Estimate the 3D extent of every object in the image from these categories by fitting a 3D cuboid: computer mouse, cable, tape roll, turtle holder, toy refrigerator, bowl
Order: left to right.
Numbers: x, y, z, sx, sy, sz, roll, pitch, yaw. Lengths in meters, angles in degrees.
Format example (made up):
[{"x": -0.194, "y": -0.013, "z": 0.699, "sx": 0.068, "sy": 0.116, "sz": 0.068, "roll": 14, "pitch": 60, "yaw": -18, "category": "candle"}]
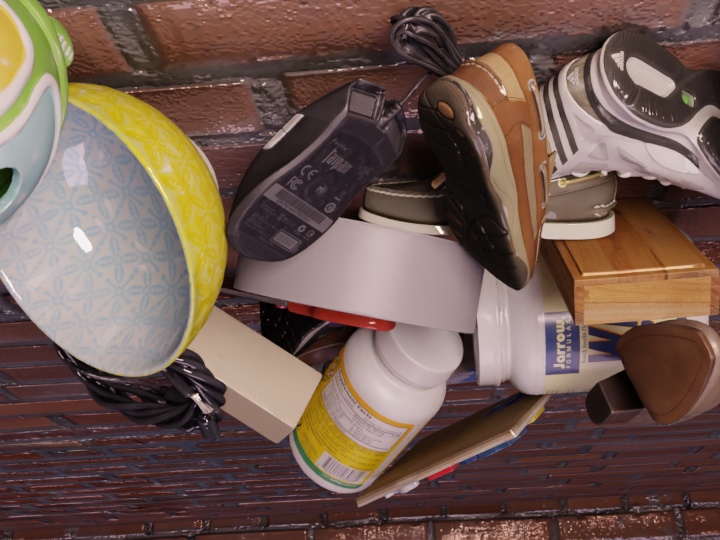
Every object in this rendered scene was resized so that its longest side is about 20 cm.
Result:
[{"x": -0.210, "y": -0.091, "z": 0.469, "sx": 0.185, "sy": 0.133, "sz": 0.141, "roll": -37, "pitch": 123, "yaw": 18, "category": "turtle holder"}, {"x": -0.158, "y": -0.041, "z": 0.638, "sx": 0.198, "sy": 0.202, "sz": 0.108, "roll": -22, "pitch": -167, "yaw": 41, "category": "bowl"}, {"x": -0.220, "y": 0.096, "z": 0.897, "sx": 0.197, "sy": 0.051, "sz": 0.164, "roll": 23, "pitch": 151, "yaw": 15, "category": "cable"}, {"x": -0.142, "y": 0.084, "z": 0.929, "sx": 0.198, "sy": 0.071, "sz": 0.076, "roll": 32, "pitch": 152, "yaw": -5, "category": "toy refrigerator"}, {"x": 0.000, "y": 0.000, "z": 0.749, "sx": 0.196, "sy": 0.068, "sz": 0.200, "roll": 10, "pitch": 180, "yaw": 0, "category": "tape roll"}, {"x": 0.004, "y": -0.079, "z": 0.620, "sx": 0.200, "sy": 0.046, "sz": 0.139, "roll": -46, "pitch": 141, "yaw": 18, "category": "computer mouse"}]

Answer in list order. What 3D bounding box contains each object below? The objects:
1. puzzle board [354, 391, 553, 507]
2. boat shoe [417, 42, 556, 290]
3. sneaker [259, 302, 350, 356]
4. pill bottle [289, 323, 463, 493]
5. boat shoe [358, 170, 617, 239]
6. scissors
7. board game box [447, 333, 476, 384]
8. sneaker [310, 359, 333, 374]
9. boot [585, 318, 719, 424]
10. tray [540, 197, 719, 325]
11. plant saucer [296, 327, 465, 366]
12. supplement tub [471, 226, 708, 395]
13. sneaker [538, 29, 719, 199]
[{"x": 0.102, "y": 0.167, "z": 0.914, "sx": 0.199, "sy": 0.018, "sz": 0.150, "roll": -33, "pitch": 177, "yaw": 34, "category": "puzzle board"}, {"x": 0.097, "y": -0.061, "z": 0.606, "sx": 0.074, "sy": 0.076, "sz": 0.201, "roll": -42, "pitch": 148, "yaw": -12, "category": "boat shoe"}, {"x": -0.035, "y": 0.044, "z": 0.951, "sx": 0.086, "sy": 0.077, "sz": 0.199, "roll": -4, "pitch": 167, "yaw": -30, "category": "sneaker"}, {"x": 0.016, "y": 0.123, "z": 0.924, "sx": 0.111, "sy": 0.114, "sz": 0.201, "roll": 9, "pitch": 135, "yaw": -28, "category": "pill bottle"}, {"x": 0.097, "y": -0.061, "z": 0.715, "sx": 0.197, "sy": 0.061, "sz": 0.072, "roll": 1, "pitch": -160, "yaw": 1, "category": "boat shoe"}, {"x": -0.060, "y": 0.028, "z": 0.798, "sx": 0.196, "sy": 0.014, "sz": 0.073, "roll": 12, "pitch": -178, "yaw": 20, "category": "scissors"}, {"x": 0.194, "y": 0.085, "z": 1.063, "sx": 0.197, "sy": 0.044, "sz": 0.198, "roll": 2, "pitch": 160, "yaw": -45, "category": "board game box"}, {"x": 0.015, "y": 0.143, "z": 1.094, "sx": 0.070, "sy": 0.075, "sz": 0.199, "roll": -8, "pitch": 168, "yaw": 26, "category": "sneaker"}, {"x": 0.263, "y": 0.070, "z": 0.705, "sx": 0.144, "sy": 0.071, "sz": 0.200, "roll": -12, "pitch": 163, "yaw": -17, "category": "boot"}, {"x": 0.197, "y": -0.014, "z": 0.721, "sx": 0.097, "sy": 0.038, "sz": 0.200, "roll": -4, "pitch": -163, "yaw": 4, "category": "tray"}, {"x": 0.019, "y": 0.075, "z": 1.050, "sx": 0.196, "sy": 0.035, "sz": 0.201, "roll": -7, "pitch": 166, "yaw": -2, "category": "plant saucer"}, {"x": 0.201, "y": 0.037, "z": 0.856, "sx": 0.196, "sy": 0.148, "sz": 0.145, "roll": -5, "pitch": 159, "yaw": 4, "category": "supplement tub"}, {"x": 0.196, "y": -0.093, "z": 0.655, "sx": 0.198, "sy": 0.077, "sz": 0.115, "roll": 22, "pitch": 158, "yaw": -32, "category": "sneaker"}]
